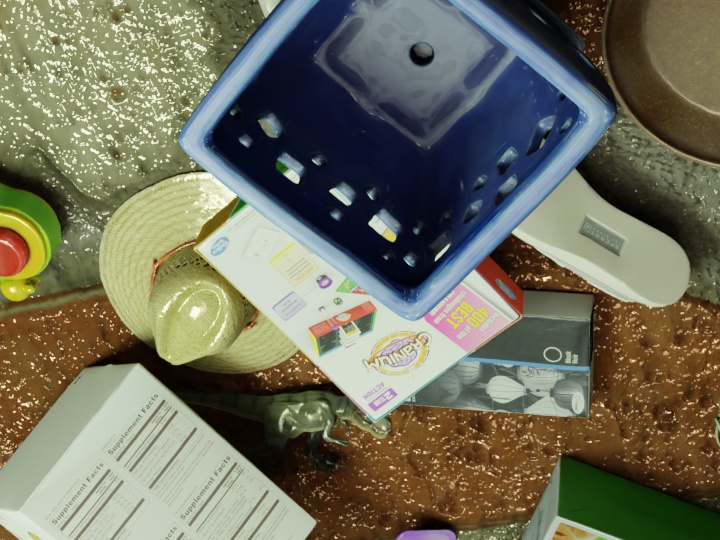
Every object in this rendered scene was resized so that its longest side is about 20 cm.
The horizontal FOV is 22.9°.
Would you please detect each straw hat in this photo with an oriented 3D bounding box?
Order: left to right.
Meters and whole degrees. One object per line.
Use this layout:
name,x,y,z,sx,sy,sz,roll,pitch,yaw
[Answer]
straw hat,-0.126,0.025,1.389,0.201,0.085,0.201,6,125,9

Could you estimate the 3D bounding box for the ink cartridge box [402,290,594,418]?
ink cartridge box,0.083,0.061,1.393,0.200,0.039,0.099,3,125,12

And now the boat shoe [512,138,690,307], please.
boat shoe,0.148,-0.038,1.295,0.200,0.072,0.069,27,165,-14

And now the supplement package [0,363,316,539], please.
supplement package,-0.176,0.196,1.444,0.200,0.151,0.152,43,160,-16

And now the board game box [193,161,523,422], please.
board game box,0.000,0.000,1.319,0.153,0.040,0.200,-37,108,23

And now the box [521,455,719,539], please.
box,0.222,0.275,1.460,0.200,0.097,0.177,21,117,-2

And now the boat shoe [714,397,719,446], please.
boat shoe,0.293,0.078,1.336,0.063,0.073,0.201,12,123,14

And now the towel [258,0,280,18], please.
towel,0.033,-0.173,1.247,0.192,0.035,0.200,-8,121,19

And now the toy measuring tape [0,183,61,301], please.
toy measuring tape,-0.275,-0.060,1.379,0.074,0.074,0.200,3,125,12

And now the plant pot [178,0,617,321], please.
plant pot,0.029,-0.120,1.146,0.200,0.180,0.200,38,113,-10

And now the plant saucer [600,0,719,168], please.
plant saucer,0.264,-0.161,1.198,0.200,0.037,0.200,6,125,9

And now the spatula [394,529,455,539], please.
spatula,0.000,0.248,1.477,0.021,0.200,0.057,52,130,28

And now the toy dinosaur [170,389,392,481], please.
toy dinosaur,-0.061,0.134,1.477,0.200,0.047,0.088,1,121,18
